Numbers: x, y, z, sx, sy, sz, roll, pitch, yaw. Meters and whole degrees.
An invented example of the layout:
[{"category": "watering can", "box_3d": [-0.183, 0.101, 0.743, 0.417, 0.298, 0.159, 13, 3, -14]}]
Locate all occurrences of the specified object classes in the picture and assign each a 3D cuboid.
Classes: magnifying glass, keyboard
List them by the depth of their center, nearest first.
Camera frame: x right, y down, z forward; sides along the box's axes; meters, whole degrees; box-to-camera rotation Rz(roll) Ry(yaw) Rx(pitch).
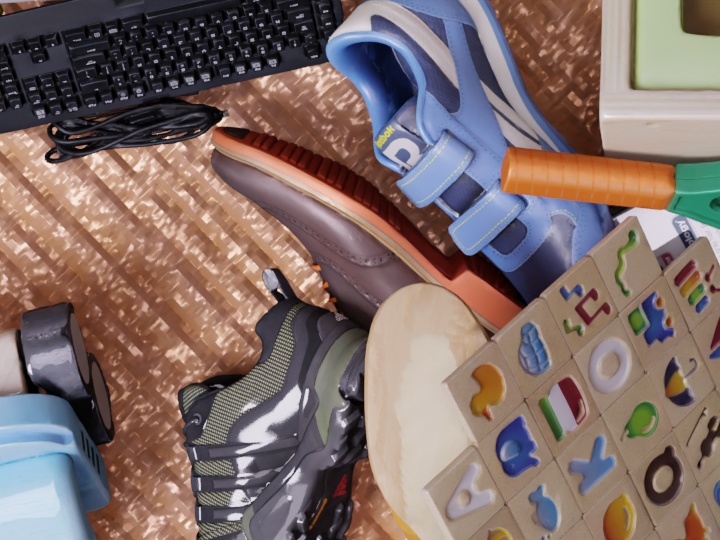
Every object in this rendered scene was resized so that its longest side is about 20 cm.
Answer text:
[{"category": "magnifying glass", "box_3d": [0.165, -0.037, 1.024, 0.199, 0.080, 0.023, 4, 65, -5]}, {"category": "keyboard", "box_3d": [-0.103, -0.093, 1.070, 0.199, 0.104, 0.040, -12, 54, 1]}]

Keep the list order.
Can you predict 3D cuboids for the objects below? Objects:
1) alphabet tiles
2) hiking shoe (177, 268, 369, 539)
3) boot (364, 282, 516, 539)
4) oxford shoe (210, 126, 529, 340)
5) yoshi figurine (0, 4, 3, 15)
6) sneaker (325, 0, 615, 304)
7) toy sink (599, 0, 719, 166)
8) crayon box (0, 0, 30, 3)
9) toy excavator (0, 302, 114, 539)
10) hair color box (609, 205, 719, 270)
[{"category": "alphabet tiles", "box_3d": [0.117, 0.081, 1.018, 0.200, 0.006, 0.167, -40, 115, -27]}, {"category": "hiking shoe", "box_3d": [-0.053, 0.101, 1.106, 0.101, 0.076, 0.201, 37, 107, 28]}, {"category": "boot", "box_3d": [0.041, 0.093, 1.061, 0.070, 0.144, 0.202, -15, 100, -1]}, {"category": "oxford shoe", "box_3d": [0.000, 0.000, 1.094, 0.200, 0.071, 0.073, 35, 103, 0]}, {"category": "yoshi figurine", "box_3d": [-0.283, -0.132, 1.068, 0.199, 0.112, 0.112, -26, 78, 3]}, {"category": "sneaker", "box_3d": [0.053, -0.052, 1.066, 0.082, 0.074, 0.201, -24, 77, -38]}, {"category": "toy sink", "box_3d": [0.180, -0.153, 1.028, 0.130, 0.112, 0.201, 2, 77, 9]}, {"category": "crayon box", "box_3d": [-0.076, -0.171, 1.020, 0.199, 0.127, 0.051, -8, 82, -30]}, {"category": "toy excavator", "box_3d": [-0.162, 0.143, 1.077, 0.099, 0.195, 0.201, -12, 66, 0]}, {"category": "hair color box", "box_3d": [0.220, -0.029, 1.097, 0.199, 0.061, 0.100, -30, 94, 1]}]
